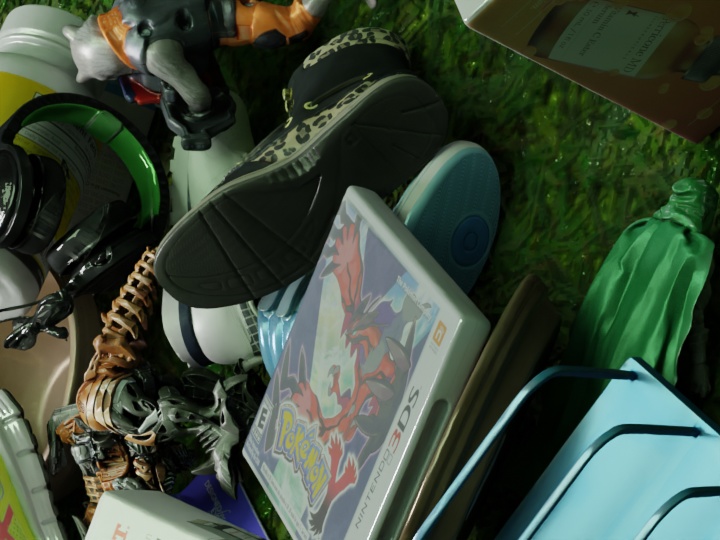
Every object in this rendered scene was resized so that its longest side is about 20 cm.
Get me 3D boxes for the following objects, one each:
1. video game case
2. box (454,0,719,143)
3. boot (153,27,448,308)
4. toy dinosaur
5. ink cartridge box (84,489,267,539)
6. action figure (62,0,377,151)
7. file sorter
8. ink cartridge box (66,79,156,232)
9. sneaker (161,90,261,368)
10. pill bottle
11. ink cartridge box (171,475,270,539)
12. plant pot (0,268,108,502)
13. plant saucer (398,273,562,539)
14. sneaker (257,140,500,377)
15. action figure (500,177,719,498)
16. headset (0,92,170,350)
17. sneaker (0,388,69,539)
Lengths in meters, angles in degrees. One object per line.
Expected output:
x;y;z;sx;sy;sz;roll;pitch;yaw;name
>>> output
-0.002;0.069;1.318;0.182;0.023;0.200;-68;25;15;video game case
0.156;-0.179;1.255;0.152;0.200;0.106;-43;47;27;box
-0.039;-0.067;1.458;0.203;0.074;0.154;-36;20;10;boot
-0.133;0.091;1.470;0.135;0.200;0.102;7;38;10;toy dinosaur
-0.078;0.231;1.376;0.200;0.084;0.146;21;92;21;ink cartridge box
-0.110;-0.185;1.562;0.193;0.105;0.200;-26;49;-8;action figure
0.143;0.155;1.160;0.200;0.123;0.139;43;107;27;file sorter
-0.225;-0.074;1.715;0.115;0.068;0.200;13;85;47;ink cartridge box
-0.079;-0.031;1.556;0.080;0.076;0.200;-11;67;24;sneaker
-0.237;-0.076;1.583;0.111;0.111;0.200;-10;50;44;pill bottle
-0.124;0.244;1.508;0.200;0.043;0.198;-51;45;19;ink cartridge box
-0.227;0.088;1.637;0.201;0.093;0.201;-18;63;41;plant pot
0.064;0.097;1.288;0.029;0.200;0.200;25;95;8;plant saucer
0.000;0.000;1.443;0.131;0.079;0.200;29;96;47;sneaker
0.152;0.044;1.283;0.118;0.055;0.200;26;99;50;action figure
-0.182;-0.033;1.479;0.094;0.123;0.200;-37;28;46;headset
-0.229;0.183;1.501;0.078;0.090;0.200;146;105;-78;sneaker
